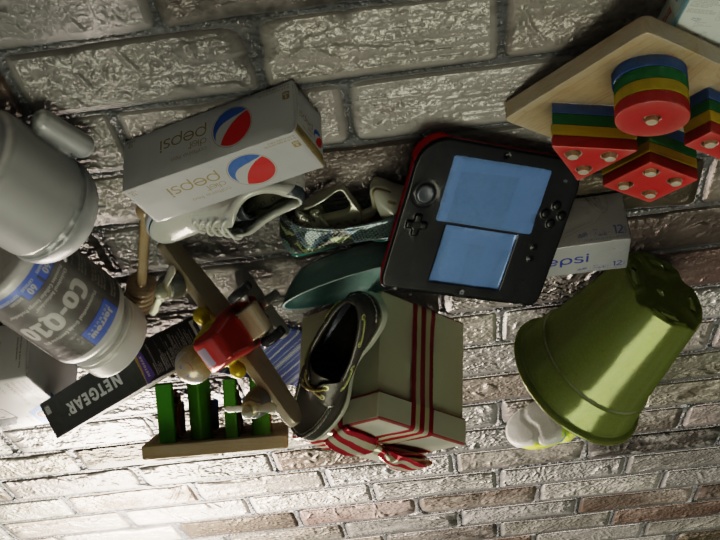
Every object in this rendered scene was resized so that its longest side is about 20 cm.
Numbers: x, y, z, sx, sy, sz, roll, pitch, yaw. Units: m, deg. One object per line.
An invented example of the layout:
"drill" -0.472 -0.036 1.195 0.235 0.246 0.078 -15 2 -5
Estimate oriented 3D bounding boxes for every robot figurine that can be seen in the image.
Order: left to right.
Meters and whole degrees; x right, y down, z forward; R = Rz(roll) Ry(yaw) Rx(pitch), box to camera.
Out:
"robot figurine" -0.336 -0.080 1.120 0.169 0.113 0.200 -43 140 6

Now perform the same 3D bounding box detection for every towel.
"towel" -0.134 0.106 1.557 0.197 0.024 0.145 14 143 -32

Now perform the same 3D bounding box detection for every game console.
"game console" 0.129 -0.051 1.225 0.196 0.031 0.180 7 110 -21

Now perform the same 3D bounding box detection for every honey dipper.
"honey dipper" -0.250 -0.014 1.321 0.037 0.039 0.201 3 146 -13

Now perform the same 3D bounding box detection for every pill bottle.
"pill bottle" -0.339 0.033 1.287 0.112 0.115 0.200 -20 139 24

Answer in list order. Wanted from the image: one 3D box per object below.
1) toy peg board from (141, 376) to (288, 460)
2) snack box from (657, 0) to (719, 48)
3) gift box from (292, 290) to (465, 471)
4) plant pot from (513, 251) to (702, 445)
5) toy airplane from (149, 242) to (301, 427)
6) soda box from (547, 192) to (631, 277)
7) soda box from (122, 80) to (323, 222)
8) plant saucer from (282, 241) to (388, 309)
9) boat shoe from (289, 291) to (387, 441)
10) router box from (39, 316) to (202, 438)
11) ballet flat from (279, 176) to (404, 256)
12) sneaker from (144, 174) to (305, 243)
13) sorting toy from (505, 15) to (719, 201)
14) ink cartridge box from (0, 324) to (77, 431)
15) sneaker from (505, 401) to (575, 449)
"toy peg board" -0.202 0.200 1.622 0.196 0.100 0.199 -4 178 -3
"snack box" 0.380 -0.246 1.019 0.196 0.038 0.117 1 150 -9
"gift box" 0.021 0.158 1.476 0.182 0.190 0.199 19 151 -34
"plant pot" 0.325 0.081 1.443 0.197 0.202 0.191 13 132 -27
"toy airplane" -0.155 0.074 1.318 0.140 0.201 0.199 -37 140 3
"soda box" 0.209 -0.035 1.322 0.196 0.064 0.069 -8 150 5
"soda box" -0.137 -0.116 1.138 0.197 0.065 0.068 -17 148 19
"plant saucer" 0.000 0.000 1.325 0.196 0.037 0.200 -15 171 -2
"boat shoe" -0.039 0.115 1.352 0.060 0.071 0.204 -1 120 -60
"router box" -0.291 0.131 1.459 0.199 0.053 0.157 -30 179 35
"ballet flat" 0.003 -0.065 1.248 0.196 0.075 0.075 -14 149 7
"sneaker" -0.145 -0.067 1.199 0.198 0.072 0.073 -25 144 23
"sorting toy" 0.276 -0.142 1.109 0.196 0.071 0.199 15 156 -29
"ink cartridge box" -0.494 0.147 1.507 0.196 0.087 0.147 -12 149 9
"sneaker" 0.331 0.242 1.791 0.197 0.077 0.105 -20 147 23
